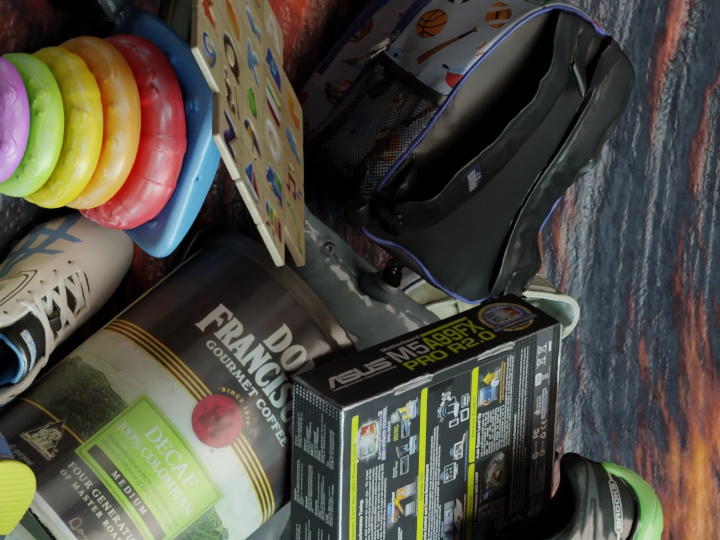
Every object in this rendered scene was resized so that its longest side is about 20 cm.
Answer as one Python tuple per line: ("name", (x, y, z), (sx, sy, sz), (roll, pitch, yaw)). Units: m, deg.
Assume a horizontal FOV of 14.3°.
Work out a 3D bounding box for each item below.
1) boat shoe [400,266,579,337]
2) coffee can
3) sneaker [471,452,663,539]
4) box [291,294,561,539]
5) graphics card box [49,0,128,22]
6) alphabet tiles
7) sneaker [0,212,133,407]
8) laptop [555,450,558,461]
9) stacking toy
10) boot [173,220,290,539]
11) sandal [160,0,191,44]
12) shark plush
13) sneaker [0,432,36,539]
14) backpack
("boat shoe", (0.072, 0.030, 1.926), (0.200, 0.062, 0.072), (-17, 115, -48))
("coffee can", (-0.109, 0.095, 1.603), (0.200, 0.146, 0.147), (-40, 133, -20))
("sneaker", (0.081, 0.184, 1.596), (0.084, 0.077, 0.200), (38, 89, -15))
("box", (0.036, 0.129, 1.606), (0.160, 0.044, 0.200), (-20, 125, -33))
("graphics card box", (-0.125, -0.251, 1.574), (0.200, 0.051, 0.126), (-58, 141, -23))
("alphabet tiles", (-0.062, -0.104, 1.581), (0.200, 0.006, 0.167), (-92, 162, -46))
("sneaker", (-0.187, 0.031, 1.577), (0.200, 0.072, 0.072), (-39, 129, -41))
("laptop", (0.011, 0.198, 1.798), (0.116, 0.187, 0.201), (-15, 114, -49))
("stacking toy", (-0.182, -0.077, 1.535), (0.200, 0.110, 0.116), (0, 121, -41))
("boot", (-0.086, 0.079, 1.743), (0.132, 0.070, 0.201), (25, 71, -51))
("sandal", (-0.086, -0.109, 1.669), (0.080, 0.054, 0.200), (42, 62, -53))
("shark plush", (0.000, 0.000, 1.729), (0.091, 0.083, 0.200), (-54, 129, -37))
("sneaker", (-0.248, 0.140, 1.501), (0.200, 0.082, 0.074), (-47, 153, 25))
("backpack", (0.068, -0.097, 1.783), (0.191, 0.154, 0.200), (-46, 149, 6))
